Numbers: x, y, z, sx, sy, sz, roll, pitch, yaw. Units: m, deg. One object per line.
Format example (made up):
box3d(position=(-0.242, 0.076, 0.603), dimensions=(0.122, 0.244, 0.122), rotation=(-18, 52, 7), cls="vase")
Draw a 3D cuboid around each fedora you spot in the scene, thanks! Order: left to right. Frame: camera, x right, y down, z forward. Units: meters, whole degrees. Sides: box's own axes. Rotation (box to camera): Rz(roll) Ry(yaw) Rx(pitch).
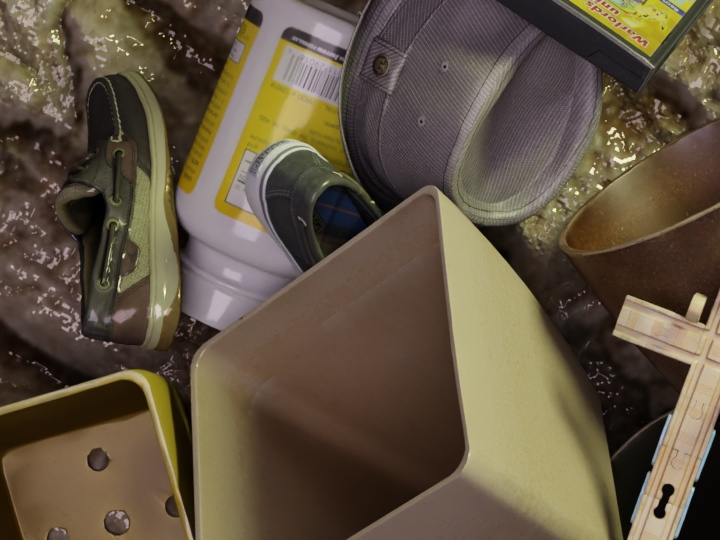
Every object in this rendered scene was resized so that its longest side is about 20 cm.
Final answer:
box3d(position=(0.080, -0.105, 1.466), dimensions=(0.090, 0.176, 0.201), rotation=(34, 97, 50), cls="fedora")

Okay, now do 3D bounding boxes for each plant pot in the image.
box3d(position=(-0.172, 0.169, 1.539), dimensions=(0.199, 0.176, 0.201), rotation=(-16, 92, 12), cls="plant pot")
box3d(position=(0.037, 0.113, 1.419), dimensions=(0.200, 0.200, 0.177), rotation=(-34, 131, 29), cls="plant pot")
box3d(position=(0.243, 0.025, 1.462), dimensions=(0.186, 0.187, 0.201), rotation=(-28, 103, 12), cls="plant pot")

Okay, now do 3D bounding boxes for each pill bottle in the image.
box3d(position=(-0.048, -0.063, 1.528), dimensions=(0.111, 0.111, 0.201), rotation=(25, 99, 8), cls="pill bottle")

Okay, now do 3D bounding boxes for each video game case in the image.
box3d(position=(0.113, -0.202, 1.457), dimensions=(0.200, 0.181, 0.026), rotation=(35, 129, 6), cls="video game case")

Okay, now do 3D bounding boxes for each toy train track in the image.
box3d(position=(0.177, 0.085, 1.349), dimensions=(0.114, 0.033, 0.201), rotation=(20, 95, 9), cls="toy train track")

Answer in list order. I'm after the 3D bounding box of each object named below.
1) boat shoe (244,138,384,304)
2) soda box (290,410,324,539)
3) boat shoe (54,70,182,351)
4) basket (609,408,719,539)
box3d(position=(0.000, 0.000, 1.483), dimensions=(0.069, 0.200, 0.057), rotation=(-49, 44, -9), cls="boat shoe")
box3d(position=(-0.049, 0.160, 1.512), dimensions=(0.064, 0.068, 0.201), rotation=(-14, 52, 6), cls="soda box")
box3d(position=(-0.151, -0.041, 1.523), dimensions=(0.066, 0.072, 0.202), rotation=(4, 53, -22), cls="boat shoe")
box3d(position=(0.224, 0.202, 1.451), dimensions=(0.200, 0.136, 0.181), rotation=(36, 81, -32), cls="basket")
